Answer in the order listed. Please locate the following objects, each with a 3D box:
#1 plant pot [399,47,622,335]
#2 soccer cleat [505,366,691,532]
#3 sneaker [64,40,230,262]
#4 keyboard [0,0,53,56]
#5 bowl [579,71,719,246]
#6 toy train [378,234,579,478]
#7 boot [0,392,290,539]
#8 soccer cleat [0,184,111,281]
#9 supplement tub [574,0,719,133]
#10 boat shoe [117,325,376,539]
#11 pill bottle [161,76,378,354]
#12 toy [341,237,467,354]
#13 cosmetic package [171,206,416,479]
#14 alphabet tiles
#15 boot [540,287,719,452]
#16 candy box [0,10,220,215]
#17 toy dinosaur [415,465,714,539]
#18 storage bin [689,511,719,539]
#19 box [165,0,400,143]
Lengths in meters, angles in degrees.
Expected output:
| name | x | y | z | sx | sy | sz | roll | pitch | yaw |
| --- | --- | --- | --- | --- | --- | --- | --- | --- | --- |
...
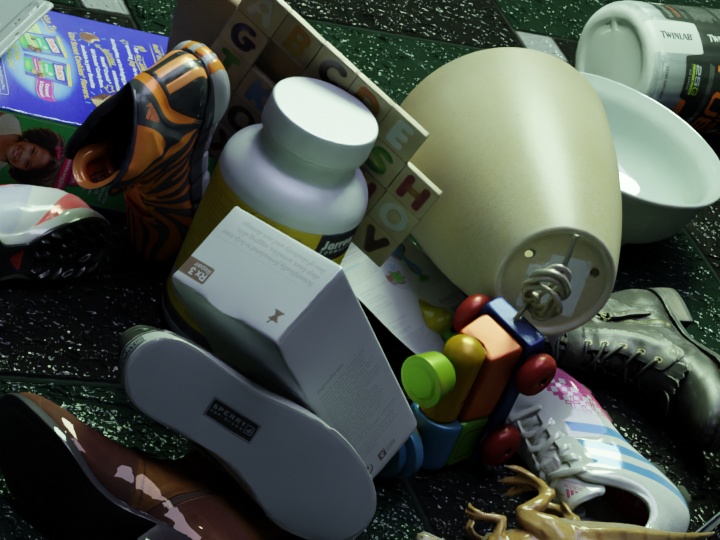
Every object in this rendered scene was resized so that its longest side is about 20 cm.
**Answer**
| name | x | y | z | sx | sy | sz | roll | pitch | yaw |
| --- | --- | --- | --- | --- | --- | --- | --- | --- | --- |
| plant pot | 0.126 | -0.042 | 1.781 | 0.186 | 0.188 | 0.200 | 14 | 27 | -19 |
| soccer cleat | 0.154 | 0.135 | 1.712 | 0.200 | 0.070 | 0.086 | 40 | 33 | 20 |
| sneaker | -0.165 | -0.071 | 1.678 | 0.077 | 0.201 | 0.112 | 38 | 48 | 25 |
| keyboard | -0.310 | -0.144 | 1.737 | 0.056 | 0.011 | 0.200 | 13 | 50 | 39 |
| bowl | 0.214 | -0.084 | 2.064 | 0.200 | 0.091 | 0.201 | 19 | 33 | -12 |
| toy train | 0.076 | 0.060 | 1.645 | 0.115 | 0.201 | 0.085 | -18 | 52 | -44 |
| boot | -0.122 | 0.122 | 1.529 | 0.188 | 0.069 | 0.200 | 36 | 31 | 15 |
| soccer cleat | -0.270 | -0.026 | 1.648 | 0.199 | 0.068 | 0.073 | -7 | 36 | -47 |
| supplement tub | 0.317 | -0.196 | 2.277 | 0.199 | 0.123 | 0.123 | 0 | 40 | -36 |
| boat shoe | -0.072 | 0.099 | 1.503 | 0.200 | 0.071 | 0.064 | 40 | 2 | -18 |
| pill bottle | -0.061 | -0.034 | 1.677 | 0.111 | 0.201 | 0.112 | 19 | 32 | -12 |
| toy | 0.000 | 0.000 | 1.823 | 0.200 | 0.047 | 0.115 | 42 | 30 | 15 |
| cosmetic package | -0.040 | 0.055 | 1.552 | 0.101 | 0.200 | 0.074 | 30 | 69 | 31 |
| alphabet tiles | -0.037 | -0.096 | 1.710 | 0.200 | 0.167 | 0.008 | 43 | 47 | 2 |
| boot | 0.191 | 0.070 | 1.856 | 0.173 | 0.070 | 0.200 | 5 | 33 | -22 |
| candy box | -0.214 | -0.125 | 1.820 | 0.199 | 0.077 | 0.169 | 10 | 34 | -23 |
| toy dinosaur | 0.138 | 0.186 | 1.622 | 0.199 | 0.061 | 0.106 | -8 | 31 | 0 |
| storage bin | 0.302 | 0.233 | 1.656 | 0.135 | 0.094 | 0.200 | 38 | 34 | 18 |
| box | -0.059 | -0.134 | 1.753 | 0.200 | 0.164 | 0.021 | 39 | 66 | 6 |
